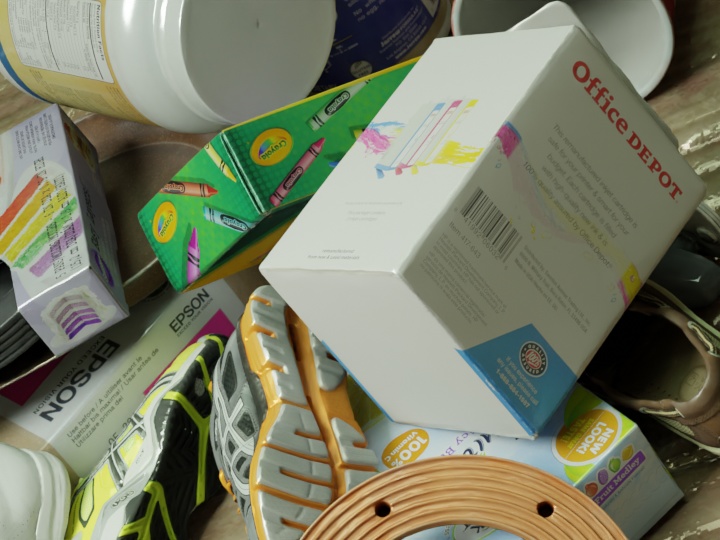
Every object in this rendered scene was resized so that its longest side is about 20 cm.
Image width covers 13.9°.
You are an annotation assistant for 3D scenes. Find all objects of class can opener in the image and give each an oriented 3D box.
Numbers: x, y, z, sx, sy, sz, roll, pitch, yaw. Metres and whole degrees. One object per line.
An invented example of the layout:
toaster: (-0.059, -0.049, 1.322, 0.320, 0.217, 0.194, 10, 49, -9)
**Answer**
can opener: (0.128, -0.025, 1.696, 0.200, 0.053, 0.067, 12, 58, 46)

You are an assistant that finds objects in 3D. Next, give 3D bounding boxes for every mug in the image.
mug: (0.121, -0.205, 1.841, 0.177, 0.134, 0.200, -12, 39, 27)

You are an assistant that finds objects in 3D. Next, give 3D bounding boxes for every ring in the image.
ring: (0.050, 0.190, 1.471, 0.200, 0.019, 0.201, -2, 70, 6)

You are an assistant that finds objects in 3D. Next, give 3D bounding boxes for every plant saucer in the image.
plant saucer: (-0.163, -0.029, 1.832, 0.200, 0.035, 0.200, -22, 35, 17)

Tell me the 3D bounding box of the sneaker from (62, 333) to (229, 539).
sneaker: (-0.128, 0.116, 1.733, 0.076, 0.075, 0.200, -1, 47, 38)

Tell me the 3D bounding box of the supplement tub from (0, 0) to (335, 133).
supplement tub: (-0.126, -0.162, 1.808, 0.200, 0.145, 0.145, 14, 59, 46)

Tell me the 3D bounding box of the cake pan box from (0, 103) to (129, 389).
cake pan box: (-0.236, 0.007, 1.777, 0.184, 0.052, 0.200, -30, 35, 9)

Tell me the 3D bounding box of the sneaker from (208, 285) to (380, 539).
sneaker: (-0.041, 0.104, 1.575, 0.077, 0.078, 0.200, -49, 32, 35)

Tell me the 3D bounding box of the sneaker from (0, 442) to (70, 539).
sneaker: (-0.217, 0.193, 1.664, 0.075, 0.088, 0.200, -24, 59, 44)

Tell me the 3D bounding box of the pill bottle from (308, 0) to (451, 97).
pill bottle: (-0.036, -0.211, 1.912, 0.120, 0.200, 0.120, -23, 38, 19)

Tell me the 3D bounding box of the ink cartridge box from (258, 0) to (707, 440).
ink cartridge box: (0.072, -0.031, 1.560, 0.125, 0.129, 0.200, 1, 48, 54)

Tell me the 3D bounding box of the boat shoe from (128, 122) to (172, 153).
boat shoe: (-0.127, -0.089, 1.927, 0.200, 0.072, 0.068, -22, -1, 30)

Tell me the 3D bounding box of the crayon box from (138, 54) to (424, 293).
crayon box: (-0.019, -0.062, 1.740, 0.200, 0.058, 0.119, -23, -10, -35)

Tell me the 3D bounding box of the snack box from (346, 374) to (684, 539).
snack box: (0.048, 0.118, 1.591, 0.169, 0.068, 0.200, -44, 38, -9)

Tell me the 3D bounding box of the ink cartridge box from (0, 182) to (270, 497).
ink cartridge box: (-0.165, 0.051, 1.836, 0.200, 0.075, 0.165, -48, 36, -17)

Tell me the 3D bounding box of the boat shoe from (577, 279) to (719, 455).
boat shoe: (0.141, 0.037, 1.583, 0.202, 0.075, 0.075, 23, 87, 50)
